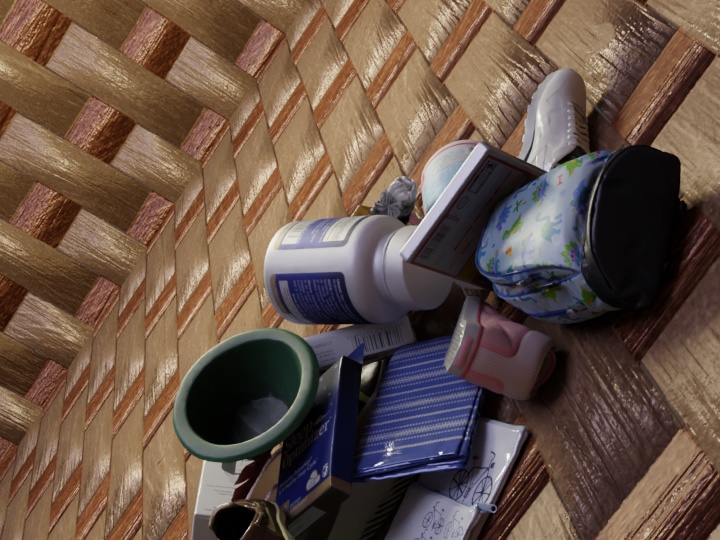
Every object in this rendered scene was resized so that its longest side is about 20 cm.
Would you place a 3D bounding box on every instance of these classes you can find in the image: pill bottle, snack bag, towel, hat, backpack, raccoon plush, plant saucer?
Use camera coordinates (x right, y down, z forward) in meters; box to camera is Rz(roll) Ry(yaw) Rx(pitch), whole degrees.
[{"bbox_3d":[0.128,-0.063,1.757,0.109,0.108,0.201,-51,18,23],"label":"pill bottle"},{"bbox_3d":[0.088,0.232,1.538,0.201,0.021,0.188,-62,17,-8],"label":"snack bag"},{"bbox_3d":[0.072,0.142,1.603,0.144,0.024,0.201,-14,33,31],"label":"towel"},{"bbox_3d":[-0.106,0.187,1.699,0.198,0.177,0.167,-22,47,9],"label":"hat"},{"bbox_3d":[0.204,-0.026,1.472,0.200,0.152,0.165,133,154,-70],"label":"backpack"},{"bbox_3d":[0.000,0.000,1.686,0.199,0.120,0.121,-1,56,42],"label":"pill bottle"},{"bbox_3d":[0.060,-0.018,1.808,0.133,0.097,0.201,-14,-36,-53],"label":"raccoon plush"},{"bbox_3d":[-0.085,0.266,1.701,0.200,0.032,0.201,-42,31,33],"label":"plant saucer"}]

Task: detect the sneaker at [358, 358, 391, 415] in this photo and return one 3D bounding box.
[{"bbox_3d":[-0.040,0.163,1.887,0.200,0.082,0.072,-45,23,29],"label":"sneaker"}]

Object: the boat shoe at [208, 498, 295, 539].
[{"bbox_3d":[-0.117,0.259,1.544,0.075,0.075,0.202,-52,16,-10],"label":"boat shoe"}]

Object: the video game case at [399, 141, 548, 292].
[{"bbox_3d":[0.144,-0.047,1.571,0.144,0.199,0.017,-54,50,16],"label":"video game case"}]

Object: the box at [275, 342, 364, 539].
[{"bbox_3d":[-0.045,0.178,1.634,0.121,0.032,0.201,-45,28,41],"label":"box"}]

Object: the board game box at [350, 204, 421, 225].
[{"bbox_3d":[0.006,-0.006,1.936,0.154,0.040,0.200,-56,-18,12],"label":"board game box"}]

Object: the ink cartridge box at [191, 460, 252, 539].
[{"bbox_3d":[-0.166,0.299,1.939,0.201,0.083,0.145,-85,3,-56],"label":"ink cartridge box"}]

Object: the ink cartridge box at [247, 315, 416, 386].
[{"bbox_3d":[-0.029,0.099,1.803,0.196,0.044,0.200,-16,-6,3],"label":"ink cartridge box"}]

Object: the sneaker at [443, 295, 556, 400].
[{"bbox_3d":[0.142,0.083,1.539,0.200,0.104,0.076,-69,-3,-82],"label":"sneaker"}]

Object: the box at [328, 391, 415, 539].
[{"bbox_3d":[-0.004,0.243,1.690,0.201,0.068,0.082,-56,21,11],"label":"box"}]

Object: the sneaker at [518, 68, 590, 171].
[{"bbox_3d":[0.227,-0.141,1.699,0.080,0.076,0.202,-14,51,50],"label":"sneaker"}]
